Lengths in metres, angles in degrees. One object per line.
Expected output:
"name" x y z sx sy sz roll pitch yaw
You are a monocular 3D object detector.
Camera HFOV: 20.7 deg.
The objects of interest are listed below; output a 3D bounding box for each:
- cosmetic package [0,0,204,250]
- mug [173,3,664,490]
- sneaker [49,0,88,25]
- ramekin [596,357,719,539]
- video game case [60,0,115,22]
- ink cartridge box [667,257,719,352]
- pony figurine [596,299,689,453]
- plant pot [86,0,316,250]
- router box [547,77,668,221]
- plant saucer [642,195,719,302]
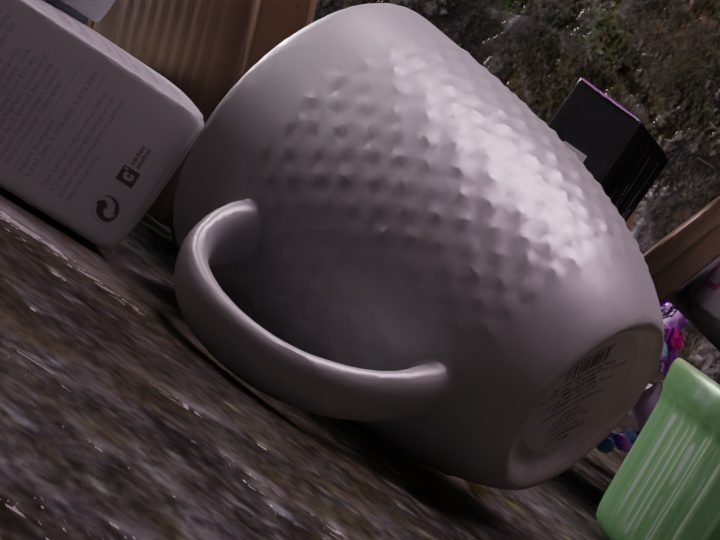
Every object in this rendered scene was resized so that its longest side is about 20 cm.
"cosmetic package" -0.170 -0.096 0.796 0.200 0.074 0.102 34 3 -26
"mug" 0.015 0.004 0.789 0.200 0.148 0.175 -15 50 -45
"sneaker" -0.170 -0.160 1.097 0.066 0.079 0.200 4 3 0
"ramekin" 0.218 0.141 1.008 0.200 0.098 0.200 34 3 -2
"video game case" -0.202 -0.185 0.783 0.200 0.046 0.181 34 2 17
"ink cartridge box" 0.271 0.043 1.165 0.145 0.085 0.200 44 4 -4
"pony figurine" 0.187 0.059 1.358 0.200 0.167 0.193 27 -29 -11
"plant pot" -0.085 -0.111 0.948 0.092 0.201 0.201 15 8 -12
"router box" 0.109 -0.013 1.222 0.051 0.200 0.149 36 4 16
"plant saucer" 0.145 0.026 1.154 0.029 0.200 0.200 51 5 6
